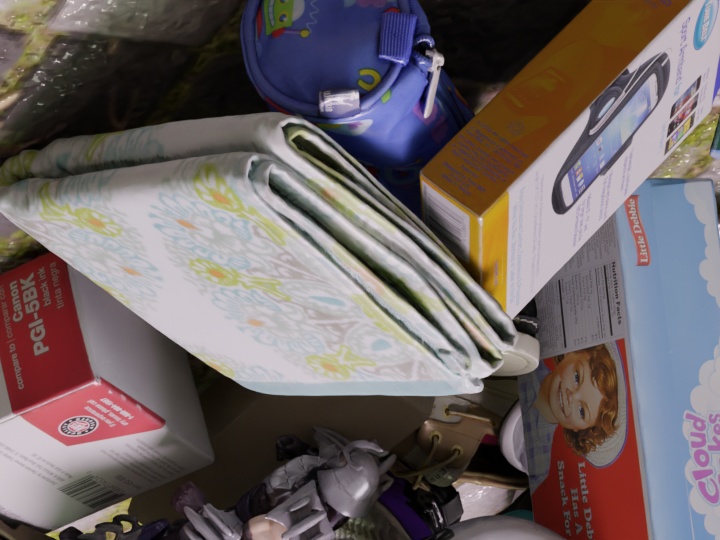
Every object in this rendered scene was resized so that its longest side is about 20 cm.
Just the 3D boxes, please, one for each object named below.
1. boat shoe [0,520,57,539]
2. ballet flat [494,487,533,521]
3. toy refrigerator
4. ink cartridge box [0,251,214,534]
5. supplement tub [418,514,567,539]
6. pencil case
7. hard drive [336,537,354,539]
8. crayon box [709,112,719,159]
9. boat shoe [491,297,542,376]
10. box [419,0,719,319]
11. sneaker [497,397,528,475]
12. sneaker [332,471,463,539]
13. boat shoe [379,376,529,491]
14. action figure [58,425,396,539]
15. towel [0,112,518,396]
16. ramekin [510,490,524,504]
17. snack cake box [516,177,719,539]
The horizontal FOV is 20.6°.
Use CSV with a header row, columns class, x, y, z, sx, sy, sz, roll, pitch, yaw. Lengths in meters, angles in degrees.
class,x,y,z,sx,sy,sz,roll,pitch,yaw
boat shoe,-0.209,0.161,1.002,0.072,0.068,0.200,-29,151,24
ballet flat,0.113,0.171,1.225,0.199,0.068,0.069,-16,131,-48
toy refrigerator,-0.044,0.088,1.128,0.076,0.070,0.200,35,130,-17
ink cartridge box,-0.199,0.083,1.031,0.199,0.083,0.147,-23,153,11
supplement tub,0.044,0.204,1.046,0.122,0.123,0.200,-7,166,-20
pencil case,0.014,-0.065,0.888,0.086,0.079,0.200,10,162,21
hard drive,-0.085,0.202,1.061,0.139,0.033,0.200,-26,173,-25
crayon box,0.241,-0.102,0.917,0.125,0.052,0.200,20,153,12
boat shoe,0.001,-0.001,1.010,0.198,0.067,0.075,13,160,-8
box,0.105,-0.067,0.900,0.200,0.041,0.119,-47,157,-21
sneaker,0.171,0.074,1.160,0.075,0.116,0.201,2,131,-42
sneaker,0.026,0.158,1.251,0.099,0.070,0.200,-9,-171,-21
boat shoe,0.049,0.101,1.226,0.199,0.067,0.074,7,144,-39
action figure,-0.062,0.129,1.034,0.199,0.070,0.130,-29,168,34
towel,-0.047,-0.005,0.878,0.199,0.048,0.171,-4,144,47
ramekin,0.202,0.187,1.433,0.199,0.106,0.201,-13,152,-7
snack cake box,0.138,0.060,1.034,0.067,0.202,0.115,-1,171,-29
